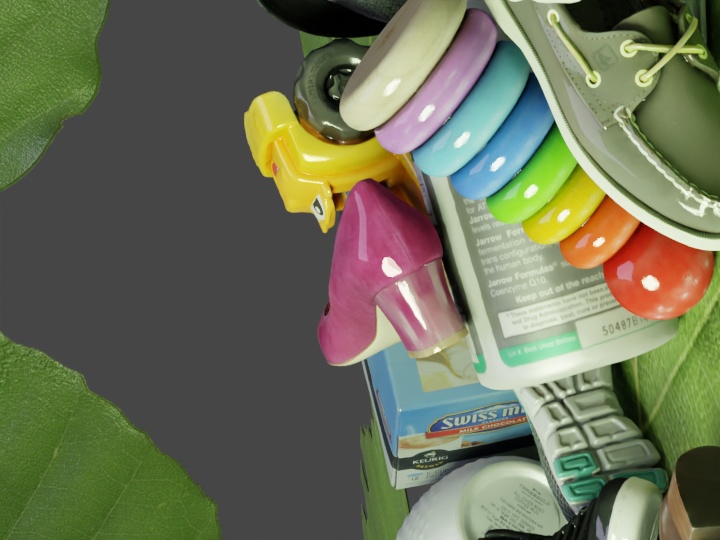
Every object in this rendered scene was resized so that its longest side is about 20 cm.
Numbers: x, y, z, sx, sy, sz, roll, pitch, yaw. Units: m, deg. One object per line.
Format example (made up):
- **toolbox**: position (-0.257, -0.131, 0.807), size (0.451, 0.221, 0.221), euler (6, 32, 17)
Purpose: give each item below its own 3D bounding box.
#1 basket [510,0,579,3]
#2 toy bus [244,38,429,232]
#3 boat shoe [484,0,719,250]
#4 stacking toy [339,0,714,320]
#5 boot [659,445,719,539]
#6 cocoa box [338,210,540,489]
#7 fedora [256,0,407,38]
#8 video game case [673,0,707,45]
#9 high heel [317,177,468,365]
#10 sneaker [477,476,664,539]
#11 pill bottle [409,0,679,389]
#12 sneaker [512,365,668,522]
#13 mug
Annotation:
- **basket**: position (0.052, -0.225, 0.716), size (0.201, 0.197, 0.162), euler (100, 165, -49)
- **toy bus**: position (0.049, -0.047, 1.119), size (0.136, 0.199, 0.193), euler (116, 136, -79)
- **boat shoe**: position (0.117, -0.099, 0.832), size (0.202, 0.072, 0.060), euler (58, 154, 24)
- **stacking toy**: position (0.090, -0.050, 0.896), size (0.200, 0.086, 0.085), euler (37, -178, -11)
- **boot**: position (0.175, 0.216, 0.927), size (0.201, 0.064, 0.187), euler (92, 180, -47)
- **cocoa box**: position (0.065, 0.029, 1.320), size (0.131, 0.132, 0.201), euler (92, 166, -60)
- **fedora**: position (0.028, -0.204, 1.123), size (0.092, 0.200, 0.201), euler (50, 154, 43)
- **video game case**: position (0.136, -0.175, 0.901), size (0.143, 0.018, 0.201), euler (-111, 13, -64)
- **high heel**: position (0.000, 0.000, 1.030), size (0.096, 0.067, 0.200), euler (63, 171, -5)
- **sneaker**: position (0.107, 0.166, 1.029), size (0.200, 0.111, 0.073), euler (78, -148, -55)
- **pill bottle**: position (0.089, -0.047, 0.987), size (0.113, 0.112, 0.201), euler (-176, 69, -84)
- **sneaker**: position (0.129, 0.092, 1.140), size (0.091, 0.077, 0.201), euler (82, 177, -52)
- **mug**: position (0.111, 0.226, 1.282), size (0.200, 0.147, 0.176), euler (46, 153, 19)
